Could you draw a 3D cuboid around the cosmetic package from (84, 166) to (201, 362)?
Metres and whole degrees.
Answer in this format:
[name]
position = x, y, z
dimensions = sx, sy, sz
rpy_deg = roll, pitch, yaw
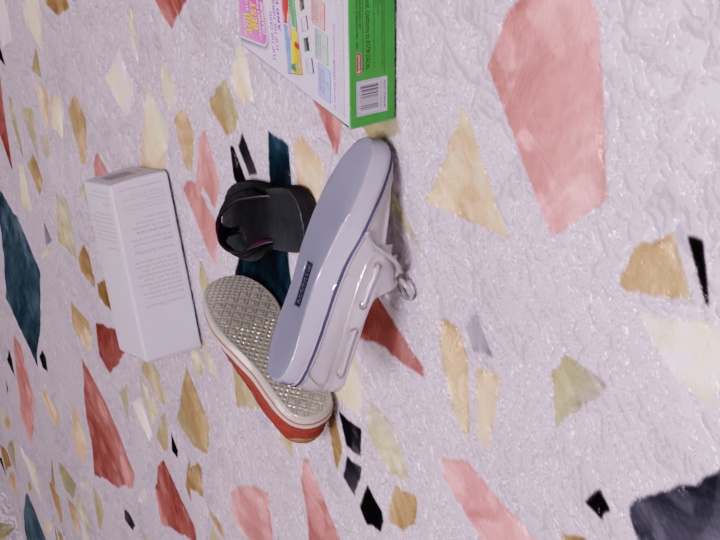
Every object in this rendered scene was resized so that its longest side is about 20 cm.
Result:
[cosmetic package]
position = -0.241, -0.008, 1.726
dimensions = 0.102, 0.074, 0.202
rpy_deg = 15, 119, 63

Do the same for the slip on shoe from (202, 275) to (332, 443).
[slip on shoe]
position = -0.091, 0.082, 1.456
dimensions = 0.200, 0.074, 0.061
rpy_deg = 52, 151, 32

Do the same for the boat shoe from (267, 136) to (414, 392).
[boat shoe]
position = 0.001, 0.002, 1.207
dimensions = 0.075, 0.086, 0.203
rpy_deg = 27, 99, 65

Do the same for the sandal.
[sandal]
position = -0.098, -0.046, 1.420
dimensions = 0.200, 0.048, 0.076
rpy_deg = -7, 97, 65

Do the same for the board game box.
[board game box]
position = -0.038, -0.217, 1.201
dimensions = 0.200, 0.040, 0.154
rpy_deg = 43, 141, 50
